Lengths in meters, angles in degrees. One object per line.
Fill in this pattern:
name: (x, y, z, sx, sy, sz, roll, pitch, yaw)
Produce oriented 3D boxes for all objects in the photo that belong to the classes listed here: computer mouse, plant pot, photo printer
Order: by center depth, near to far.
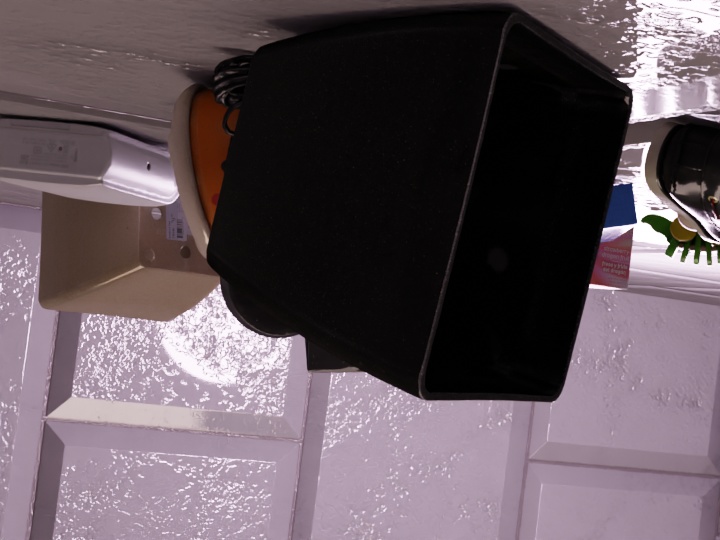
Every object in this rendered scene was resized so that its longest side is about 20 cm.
plant pot: (0.027, -0.044, 0.786, 0.177, 0.201, 0.199, 16, -177, 30)
computer mouse: (-0.047, -0.051, 0.931, 0.138, 0.201, 0.053, 6, -159, -12)
photo printer: (-0.299, -0.115, 1.461, 0.166, 0.070, 0.200, 7, 178, 18)
plant pot: (-0.268, -0.051, 1.670, 0.200, 0.201, 0.177, 9, 166, -43)

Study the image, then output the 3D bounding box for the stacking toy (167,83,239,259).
stacking toy: (-0.032, -0.086, 1.000, 0.199, 0.147, 0.146, -12, 174, 11)

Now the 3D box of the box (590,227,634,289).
box: (0.208, -0.035, 1.540, 0.199, 0.095, 0.103, 8, 178, -27)

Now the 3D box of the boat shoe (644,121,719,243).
boat shoe: (0.277, -0.057, 0.968, 0.063, 0.074, 0.201, 16, 179, 37)

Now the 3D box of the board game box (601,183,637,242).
board game box: (0.170, -0.046, 1.364, 0.199, 0.045, 0.152, -7, 175, 2)

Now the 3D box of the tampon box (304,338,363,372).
tampon box: (0.000, 0.000, 1.438, 0.126, 0.150, 0.200, -1, -156, -5)

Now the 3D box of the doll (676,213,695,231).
doll: (0.355, -0.052, 1.207, 0.136, 0.049, 0.200, -2, -172, -23)

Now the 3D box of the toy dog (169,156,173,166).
toy dog: (-0.055, -0.062, 1.183, 0.193, 0.140, 0.200, 6, 180, 31)

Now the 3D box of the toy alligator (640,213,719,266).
toy alligator: (0.420, -0.030, 1.524, 0.199, 0.054, 0.059, 7, 178, 16)
